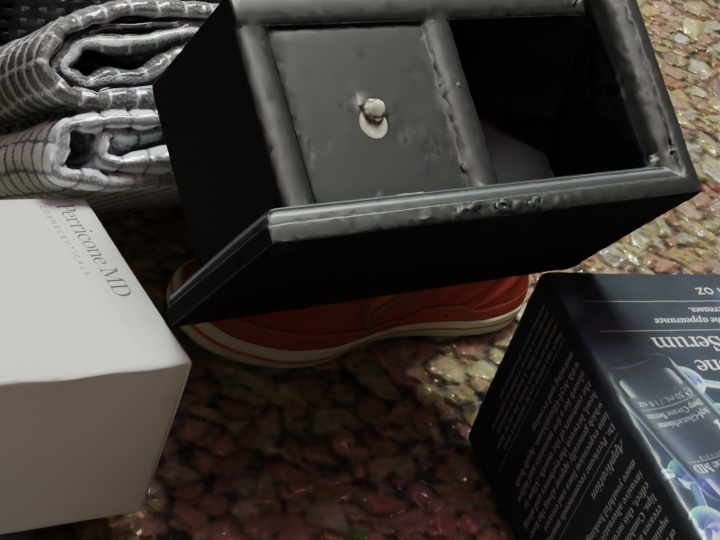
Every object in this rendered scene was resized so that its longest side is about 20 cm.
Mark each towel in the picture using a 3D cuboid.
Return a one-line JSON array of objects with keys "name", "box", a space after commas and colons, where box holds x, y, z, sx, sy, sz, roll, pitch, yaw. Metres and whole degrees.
[{"name": "towel", "box": [-0.077, -0.077, 0.709, 0.198, 0.087, 0.165, -6, 1, -30]}]

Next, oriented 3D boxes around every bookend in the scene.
[{"name": "bookend", "box": [0.006, -0.097, 0.604, 0.197, 0.092, 0.202, -7, 74, -32]}]

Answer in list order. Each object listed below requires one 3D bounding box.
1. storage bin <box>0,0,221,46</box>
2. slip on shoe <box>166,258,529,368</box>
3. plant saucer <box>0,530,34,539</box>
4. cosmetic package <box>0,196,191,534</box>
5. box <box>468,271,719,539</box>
[{"name": "storage bin", "box": [-0.134, -0.170, 0.867, 0.198, 0.094, 0.136, 0, 40, -25]}, {"name": "slip on shoe", "box": [0.000, 0.000, 0.741, 0.198, 0.062, 0.074, -6, 45, -28]}, {"name": "plant saucer", "box": [-0.211, 0.102, 0.545, 0.198, 0.028, 0.201, 13, 37, -10]}, {"name": "cosmetic package", "box": [-0.175, 0.037, 0.548, 0.199, 0.082, 0.113, -7, 41, -37]}, {"name": "box", "box": [0.158, 0.104, 0.643, 0.147, 0.108, 0.201, 0, 42, -25]}]
